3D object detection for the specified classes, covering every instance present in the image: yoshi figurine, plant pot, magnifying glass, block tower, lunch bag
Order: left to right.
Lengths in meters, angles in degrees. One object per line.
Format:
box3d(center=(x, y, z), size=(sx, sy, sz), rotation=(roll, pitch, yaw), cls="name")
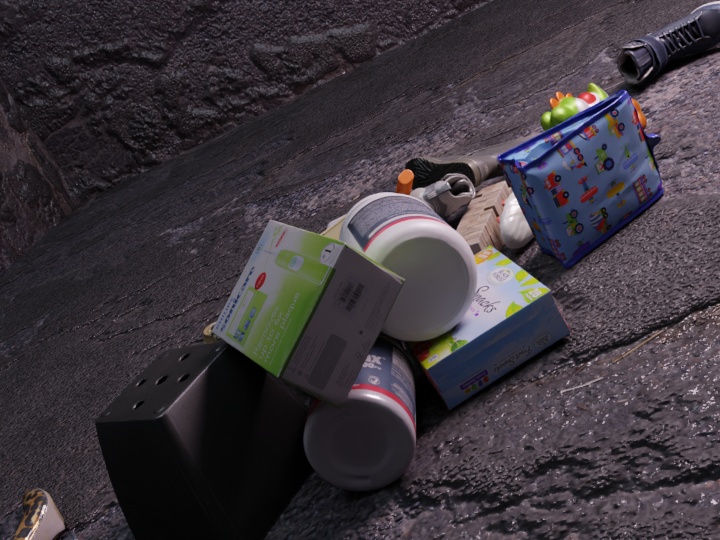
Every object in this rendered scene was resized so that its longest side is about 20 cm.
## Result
box3d(center=(-0.186, 0.196, 1.058), size=(0.198, 0.179, 0.200), rotation=(-10, 27, 41), cls="plant pot")
box3d(center=(0.061, -0.101, 1.382), size=(0.080, 0.022, 0.200), rotation=(-45, -10, -15), cls="magnifying glass")
box3d(center=(0.183, -0.062, 1.331), size=(0.057, 0.054, 0.201), rotation=(-18, 23, 30), cls="block tower")
box3d(center=(0.349, -0.208, 1.372), size=(0.198, 0.113, 0.112), rotation=(-11, 44, -41), cls="yoshi figurine")
box3d(center=(0.304, -0.126, 1.172), size=(0.199, 0.152, 0.094), rotation=(-31, 20, -2), cls="lunch bag")

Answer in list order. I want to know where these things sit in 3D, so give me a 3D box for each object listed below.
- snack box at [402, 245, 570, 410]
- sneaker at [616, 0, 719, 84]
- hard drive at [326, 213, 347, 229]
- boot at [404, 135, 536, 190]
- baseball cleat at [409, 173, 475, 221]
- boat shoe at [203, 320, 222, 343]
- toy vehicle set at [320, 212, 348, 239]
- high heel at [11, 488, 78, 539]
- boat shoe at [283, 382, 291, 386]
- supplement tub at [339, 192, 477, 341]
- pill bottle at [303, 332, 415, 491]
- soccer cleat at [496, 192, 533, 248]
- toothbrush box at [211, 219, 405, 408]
box3d(center=(0.134, 0.061, 1.089), size=(0.167, 0.068, 0.200), rotation=(-32, 21, -1), cls="snack box")
box3d(center=(0.536, -0.388, 1.551), size=(0.146, 0.078, 0.201), rotation=(-32, 7, -39), cls="sneaker")
box3d(center=(-0.007, -0.066, 1.640), size=(0.131, 0.026, 0.201), rotation=(-25, 21, 13), cls="hard drive")
box3d(center=(0.197, -0.178, 1.483), size=(0.199, 0.073, 0.181), rotation=(-29, 27, -36), cls="boot")
box3d(center=(0.131, -0.096, 1.388), size=(0.105, 0.070, 0.200), rotation=(-25, -7, 10), cls="baseball cleat")
box3d(center=(-0.198, 0.089, 1.484), size=(0.199, 0.064, 0.073), rotation=(-5, 31, 48), cls="boat shoe")
box3d(center=(-0.062, -0.013, 1.529), size=(0.199, 0.027, 0.124), rotation=(-38, 33, -6), cls="toy vehicle set")
box3d(center=(-0.457, 0.363, 1.183), size=(0.142, 0.072, 0.199), rotation=(-32, 28, -25), cls="high heel")
box3d(center=(-0.052, 0.073, 1.138), size=(0.073, 0.067, 0.199), rotation=(34, 42, 23), cls="boat shoe")
box3d(center=(0.049, -0.012, 1.080), size=(0.139, 0.141, 0.200), rotation=(-30, 20, 0), cls="supplement tub")
box3d(center=(0.003, 0.139, 1.014), size=(0.118, 0.120, 0.201), rotation=(-25, 21, 13), cls="pill bottle")
box3d(center=(0.263, -0.100, 1.295), size=(0.077, 0.070, 0.200), rotation=(-5, 29, 43), cls="soccer cleat")
box3d(center=(-0.061, 0.039, 0.956), size=(0.147, 0.086, 0.199), rotation=(-62, 28, -4), cls="toothbrush box")
